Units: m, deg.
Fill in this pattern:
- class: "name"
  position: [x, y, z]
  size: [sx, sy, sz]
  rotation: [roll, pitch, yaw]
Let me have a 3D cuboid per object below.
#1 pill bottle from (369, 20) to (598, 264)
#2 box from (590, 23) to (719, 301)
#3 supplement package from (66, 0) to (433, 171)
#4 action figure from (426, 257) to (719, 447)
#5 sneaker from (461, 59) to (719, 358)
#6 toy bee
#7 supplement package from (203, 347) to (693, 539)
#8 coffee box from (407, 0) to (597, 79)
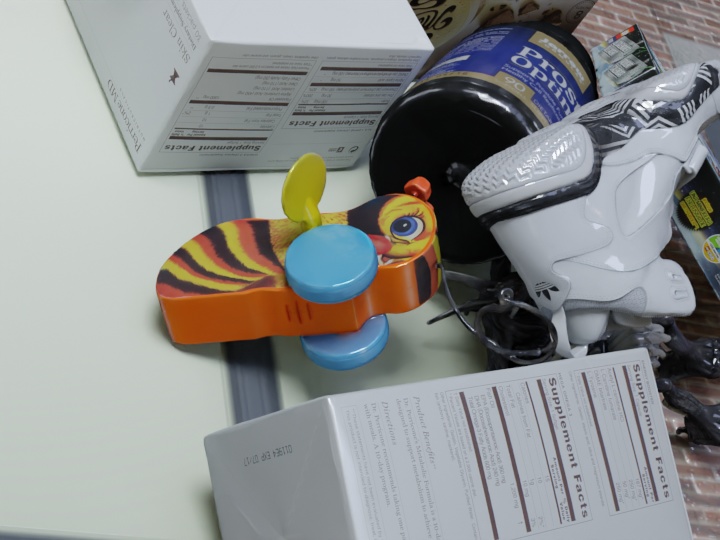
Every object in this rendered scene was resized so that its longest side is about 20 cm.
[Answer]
- class: "pill bottle"
  position: [0.086, -0.090, 0.917]
  size: [0.112, 0.112, 0.200]
  rotation: [38, 31, 1]
- class: "box"
  position: [0.215, -0.053, 0.945]
  size: [0.200, 0.040, 0.137]
  rotation: [57, 15, -15]
- class: "supplement package"
  position: [-0.080, -0.170, 0.886]
  size: [0.155, 0.111, 0.200]
  rotation: [-4, 56, -37]
- class: "action figure"
  position: [0.143, 0.032, 0.869]
  size: [0.199, 0.102, 0.119]
  rotation: [22, 46, -21]
- class: "sneaker"
  position: [0.146, -0.035, 0.794]
  size: [0.200, 0.075, 0.115]
  rotation: [-29, 98, -36]
- class: "toy bee"
  position: [0.000, 0.000, 0.779]
  size: [0.199, 0.131, 0.109]
  rotation: [18, 45, -2]
- class: "supplement package"
  position: [0.045, 0.110, 0.705]
  size: [0.199, 0.114, 0.110]
  rotation: [-5, 79, -36]
- class: "coffee box"
  position: [0.057, -0.194, 0.999]
  size: [0.199, 0.113, 0.080]
  rotation: [-3, 55, -37]
